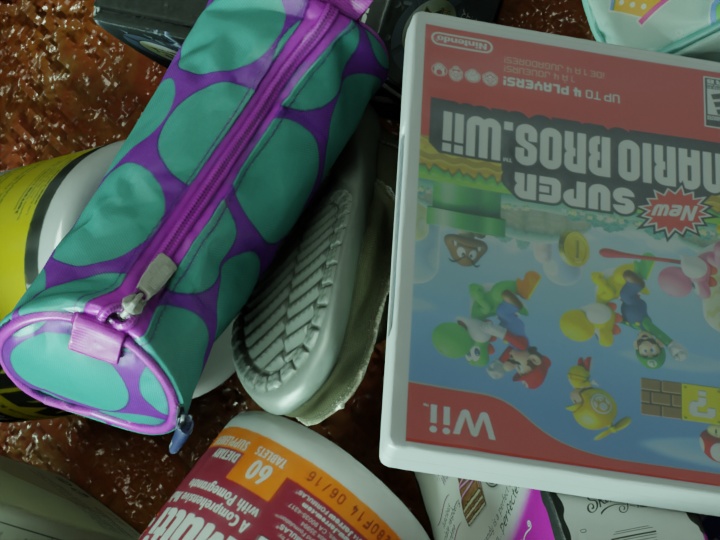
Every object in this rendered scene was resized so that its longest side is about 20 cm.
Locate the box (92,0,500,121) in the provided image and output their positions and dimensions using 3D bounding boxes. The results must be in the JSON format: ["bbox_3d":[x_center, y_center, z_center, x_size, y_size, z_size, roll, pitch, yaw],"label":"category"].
[{"bbox_3d":[-0.010,-0.180,1.264,0.163,0.086,0.201,14,81,35],"label":"box"}]

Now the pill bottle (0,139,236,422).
[{"bbox_3d":[-0.139,0.009,1.236,0.200,0.114,0.115,-10,66,53],"label":"pill bottle"}]

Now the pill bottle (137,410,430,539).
[{"bbox_3d":[-0.066,0.165,1.130,0.109,0.110,0.200,24,67,36],"label":"pill bottle"}]

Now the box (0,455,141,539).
[{"bbox_3d":[-0.189,0.124,1.200,0.078,0.200,0.095,32,92,36],"label":"box"}]

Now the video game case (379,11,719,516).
[{"bbox_3d":[0.083,-0.006,1.055,0.142,0.017,0.201,9,57,-8],"label":"video game case"}]

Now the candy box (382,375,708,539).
[{"bbox_3d":[0.075,0.090,1.085,0.061,0.137,0.201,-9,61,-18],"label":"candy box"}]

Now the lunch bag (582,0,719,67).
[{"bbox_3d":[0.165,-0.174,1.155,0.160,0.077,0.201,-21,63,24],"label":"lunch bag"}]

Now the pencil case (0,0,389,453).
[{"bbox_3d":[-0.064,-0.029,1.114,0.201,0.085,0.092,-61,8,-28],"label":"pencil case"}]

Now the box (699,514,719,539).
[{"bbox_3d":[0.158,0.054,1.098,0.122,0.048,0.201,-34,58,19],"label":"box"}]

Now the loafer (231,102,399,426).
[{"bbox_3d":[0.000,0.000,1.157,0.075,0.070,0.200,-40,20,30],"label":"loafer"}]
